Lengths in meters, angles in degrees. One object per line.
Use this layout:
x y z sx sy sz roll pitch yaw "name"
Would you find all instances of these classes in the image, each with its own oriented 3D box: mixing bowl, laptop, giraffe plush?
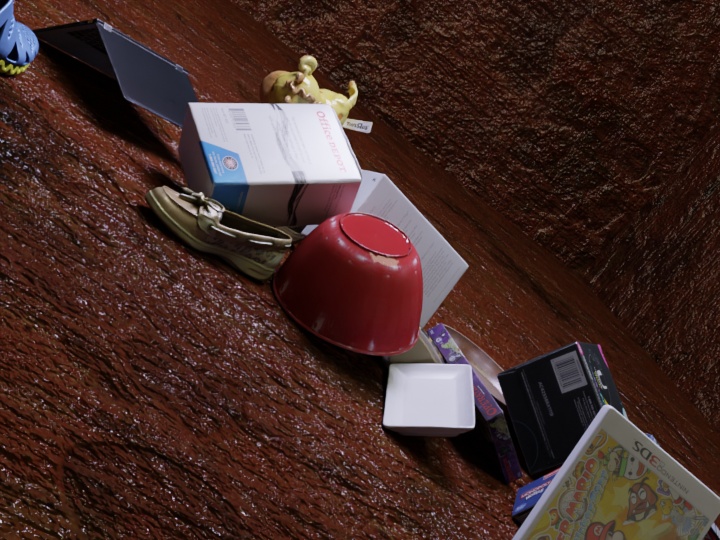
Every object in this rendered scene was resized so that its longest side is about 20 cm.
0.000 0.000 1.497 0.197 0.110 0.201 18 28 -10 "mixing bowl"
-0.318 -0.247 1.644 0.197 0.118 0.187 0 -14 33 "laptop"
-0.102 -0.265 2.000 0.162 0.197 0.176 31 58 -57 "giraffe plush"

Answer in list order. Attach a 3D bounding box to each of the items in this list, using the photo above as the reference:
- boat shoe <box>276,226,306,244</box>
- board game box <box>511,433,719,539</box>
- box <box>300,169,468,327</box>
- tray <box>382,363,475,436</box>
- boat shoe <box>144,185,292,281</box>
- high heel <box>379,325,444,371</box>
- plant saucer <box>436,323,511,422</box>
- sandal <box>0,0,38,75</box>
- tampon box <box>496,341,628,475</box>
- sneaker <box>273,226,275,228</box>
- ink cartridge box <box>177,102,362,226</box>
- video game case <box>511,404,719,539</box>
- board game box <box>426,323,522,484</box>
-0.146 -0.117 1.703 0.199 0.065 0.073 35 17 -24 "boat shoe"
0.317 0.310 1.446 0.201 0.199 0.062 53 27 -10 "board game box"
0.035 -0.028 1.711 0.200 0.125 0.097 45 -13 -28 "box"
0.083 0.156 1.461 0.105 0.023 0.200 2 16 3 "tray"
-0.166 -0.056 1.430 0.199 0.063 0.074 29 17 -44 "boat shoe"
0.041 0.074 1.622 0.199 0.072 0.143 37 11 -6 "high heel"
0.178 0.161 1.834 0.200 0.035 0.201 40 13 -11 "plant saucer"
-0.416 -0.278 1.375 0.079 0.087 0.200 40 10 7 "sandal"
0.297 0.195 1.747 0.200 0.125 0.152 10 59 -68 "tampon box"
-0.163 -0.096 1.599 0.092 0.071 0.202 -4 54 -11 "sneaker"
-0.115 -0.133 1.535 0.197 0.085 0.146 -3 50 -24 "ink cartridge box"
0.281 0.283 1.339 0.181 0.201 0.023 39 -8 -10 "video game case"
0.147 0.171 1.590 0.121 0.032 0.201 64 -4 -36 "board game box"
